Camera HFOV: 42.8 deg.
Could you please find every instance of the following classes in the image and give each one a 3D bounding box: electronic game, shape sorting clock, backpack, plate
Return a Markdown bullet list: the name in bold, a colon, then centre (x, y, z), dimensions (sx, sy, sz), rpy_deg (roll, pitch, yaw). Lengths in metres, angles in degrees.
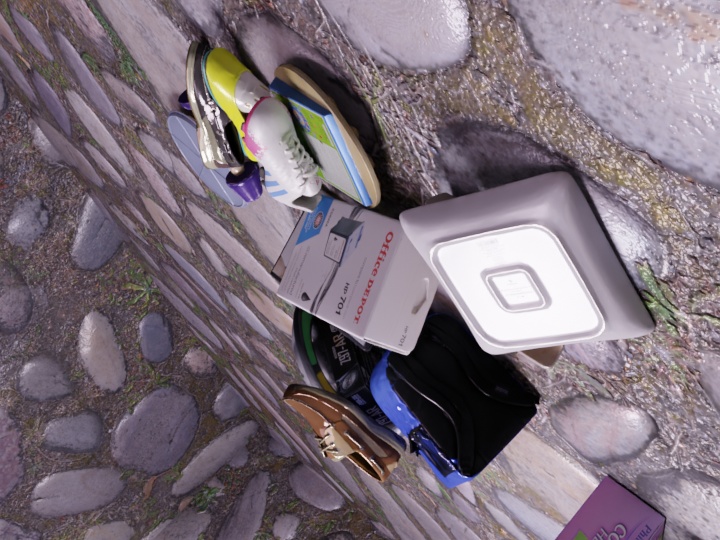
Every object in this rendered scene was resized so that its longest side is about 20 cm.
- **electronic game**: centre (-0.046, 0.137, 1.418), dimensions (0.201, 0.041, 0.201), rpy_deg (53, -158, -32)
- **shape sorting clock**: centre (-0.039, -0.160, 1.095), dimensions (0.200, 0.039, 0.200), rpy_deg (46, 165, 16)
- **backpack**: centre (0.107, 0.177, 1.260), dimensions (0.200, 0.162, 0.168), rpy_deg (48, 152, 5)
- **plate**: centre (0.154, 0.009, 0.887), dimensions (0.198, 0.032, 0.201), rpy_deg (-11, 125, 42)

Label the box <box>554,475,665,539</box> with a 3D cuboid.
- **box**: centre (0.323, 0.412, 1.259), dimensions (0.096, 0.176, 0.201), rpy_deg (34, 159, 31)

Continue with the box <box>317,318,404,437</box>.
- **box**: centre (0.001, 0.142, 1.392), dimensions (0.160, 0.043, 0.202), rpy_deg (49, -164, -46)

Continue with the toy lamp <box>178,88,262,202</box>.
- **toy lamp**: centre (-0.207, -0.190, 1.407), dimensions (0.058, 0.058, 0.201), rpy_deg (28, 153, 46)

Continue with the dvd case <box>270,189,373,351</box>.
- **dvd case**: centre (-0.025, -0.004, 1.256), dimensions (0.199, 0.144, 0.017), rpy_deg (36, -168, 30)

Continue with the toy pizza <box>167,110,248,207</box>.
- **toy pizza**: centre (-0.250, -0.191, 1.546), dimensions (0.200, 0.032, 0.201), rpy_deg (42, 161, 18)

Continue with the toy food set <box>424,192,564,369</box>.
- **toy food set**: centre (0.145, 0.016, 1.007), dimensions (0.143, 0.060, 0.201), rpy_deg (33, 157, 37)

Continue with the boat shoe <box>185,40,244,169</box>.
- **boat shoe**: centre (-0.200, -0.230, 1.293), dimensions (0.065, 0.072, 0.203), rpy_deg (4, 133, 7)

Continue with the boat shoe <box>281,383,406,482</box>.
- **boat shoe**: centre (-0.024, 0.228, 1.274), dimensions (0.199, 0.075, 0.075), rpy_deg (34, 157, -17)

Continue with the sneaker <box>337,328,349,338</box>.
- **sneaker**: centre (0.009, 0.050, 1.342), dimensions (0.115, 0.075, 0.202), rpy_deg (47, -165, -35)

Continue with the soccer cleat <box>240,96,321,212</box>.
- **soccer cleat**: centre (-0.084, -0.136, 1.103), dimensions (0.086, 0.070, 0.200), rpy_deg (32, 165, 15)

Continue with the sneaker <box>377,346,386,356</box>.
- **sneaker**: centre (0.064, 0.103, 1.361), dimensions (0.077, 0.080, 0.201), rpy_deg (36, 159, 31)

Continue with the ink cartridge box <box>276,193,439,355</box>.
- **ink cartridge box**: centre (0.000, 0.000, 1.143), dimensions (0.085, 0.148, 0.199), rpy_deg (21, 180, -37)

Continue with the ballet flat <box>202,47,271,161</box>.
- **ballet flat**: centre (-0.142, -0.214, 1.207), dimensions (0.066, 0.067, 0.201), rpy_deg (14, 153, 22)
